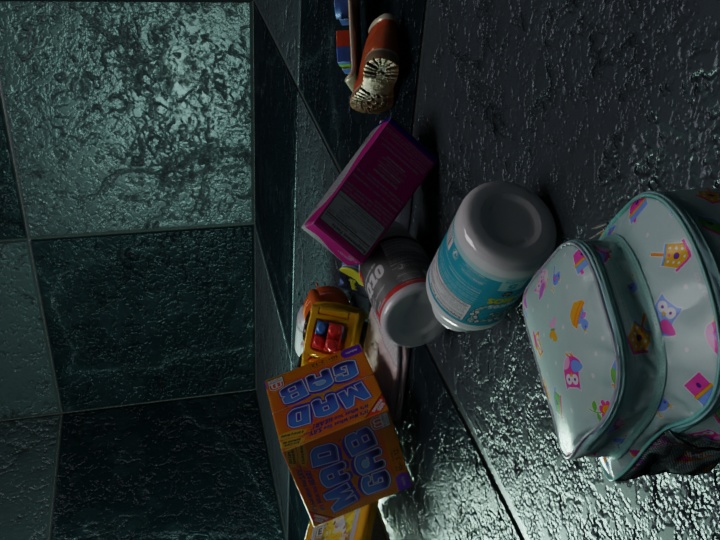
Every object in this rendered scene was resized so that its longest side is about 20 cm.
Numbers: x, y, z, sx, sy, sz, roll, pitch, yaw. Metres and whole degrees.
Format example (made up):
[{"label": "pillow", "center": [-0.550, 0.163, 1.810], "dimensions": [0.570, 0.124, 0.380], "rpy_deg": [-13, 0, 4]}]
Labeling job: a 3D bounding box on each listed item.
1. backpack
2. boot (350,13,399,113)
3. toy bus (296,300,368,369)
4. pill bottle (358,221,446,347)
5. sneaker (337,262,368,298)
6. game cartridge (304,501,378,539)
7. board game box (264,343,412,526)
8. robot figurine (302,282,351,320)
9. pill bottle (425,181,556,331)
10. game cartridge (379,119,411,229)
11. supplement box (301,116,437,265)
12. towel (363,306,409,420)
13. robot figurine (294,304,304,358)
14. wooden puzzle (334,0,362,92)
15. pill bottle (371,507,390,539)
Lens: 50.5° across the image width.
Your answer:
[{"label": "backpack", "center": [0.211, 0.041, 0.539], "dimensions": [0.201, 0.151, 0.178], "rpy_deg": [118, 150, -53]}, {"label": "boot", "center": [0.030, -0.349, 1.315], "dimensions": [0.200, 0.074, 0.109], "rpy_deg": [122, 154, -68]}, {"label": "toy bus", "center": [-0.063, 0.165, 1.545], "dimensions": [0.192, 0.133, 0.204], "rpy_deg": [49, -128, -85]}, {"label": "pill bottle", "center": [0.061, 0.014, 1.190], "dimensions": [0.201, 0.112, 0.115], "rpy_deg": [-114, 24, -53]}, {"label": "sneaker", "center": [0.000, 0.000, 1.519], "dimensions": [0.200, 0.073, 0.083], "rpy_deg": [103, -173, -75]}, {"label": "game cartridge", "center": [-0.035, 0.490, 1.579], "dimensions": [0.175, 0.032, 0.202], "rpy_deg": [-20, 45, 41]}, {"label": "board game box", "center": [-0.042, 0.302, 1.422], "dimensions": [0.201, 0.197, 0.202], "rpy_deg": [-119, 10, -57]}, {"label": "robot figurine", "center": [-0.067, 0.117, 1.734], "dimensions": [0.118, 0.142, 0.201], "rpy_deg": [-60, 31, 28]}, {"label": "pill bottle", "center": [0.139, -0.003, 0.878], "dimensions": [0.201, 0.109, 0.112], "rpy_deg": [109, 152, -59]}, {"label": "game cartridge", "center": [0.054, -0.145, 1.329], "dimensions": [0.133, 0.041, 0.203], "rpy_deg": [-126, 34, -57]}, {"label": "supplement box", "center": [0.011, -0.117, 1.165], "dimensions": [0.201, 0.103, 0.101], "rpy_deg": [-53, 11, -9]}, {"label": "towel", "center": [0.046, 0.149, 1.460], "dimensions": [0.201, 0.032, 0.194], "rpy_deg": [-112, 22, -53]}, {"label": "robot figurine", "center": [-0.106, 0.152, 1.898], "dimensions": [0.170, 0.111, 0.202], "rpy_deg": [-60, -15, -46]}, {"label": "wooden puzzle", "center": [-0.021, -0.436, 1.385], "dimensions": [0.185, 0.045, 0.204], "rpy_deg": [-56, -32, -82]}, {"label": "pill bottle", "center": [0.010, 0.576, 1.573], "dimensions": [0.201, 0.112, 0.115], "rpy_deg": [-116, 25, -56]}]
